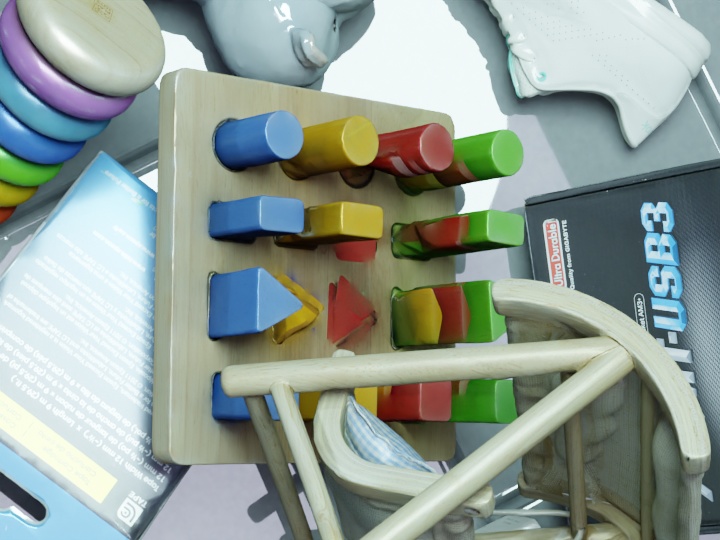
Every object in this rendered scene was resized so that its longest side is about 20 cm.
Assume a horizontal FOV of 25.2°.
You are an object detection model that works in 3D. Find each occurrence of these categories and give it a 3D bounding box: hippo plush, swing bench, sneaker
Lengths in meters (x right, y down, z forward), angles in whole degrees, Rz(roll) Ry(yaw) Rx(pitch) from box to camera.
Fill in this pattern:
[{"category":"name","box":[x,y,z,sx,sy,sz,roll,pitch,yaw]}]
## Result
[{"category":"hippo plush","box":[-0.067,-0.177,0.876,0.161,0.159,0.200,43,82,-1]},{"category":"swing bench","box":[0.058,0.116,0.781,0.198,0.200,0.131,-19,54,-5]},{"category":"sneaker","box":[0.103,-0.147,0.940,0.199,0.075,0.089,33,95,-4]}]

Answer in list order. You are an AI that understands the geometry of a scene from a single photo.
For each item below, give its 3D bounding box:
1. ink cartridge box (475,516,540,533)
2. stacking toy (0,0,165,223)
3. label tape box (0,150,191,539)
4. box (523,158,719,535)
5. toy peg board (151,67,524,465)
[{"category":"ink cartridge box","box":[0.028,0.232,0.899,0.198,0.067,0.118,-25,89,-8]},{"category":"stacking toy","box":[-0.191,-0.071,0.859,0.085,0.085,0.200,47,121,0]},{"category":"label tape box","box":[-0.146,0.059,0.882,0.143,0.066,0.201,37,74,-3]},{"category":"box","box":[0.196,0.042,0.887,0.196,0.049,0.203,-9,85,32]},{"category":"toy peg board","box":[0.000,0.000,0.851,0.197,0.097,0.203,5,82,-40]}]
